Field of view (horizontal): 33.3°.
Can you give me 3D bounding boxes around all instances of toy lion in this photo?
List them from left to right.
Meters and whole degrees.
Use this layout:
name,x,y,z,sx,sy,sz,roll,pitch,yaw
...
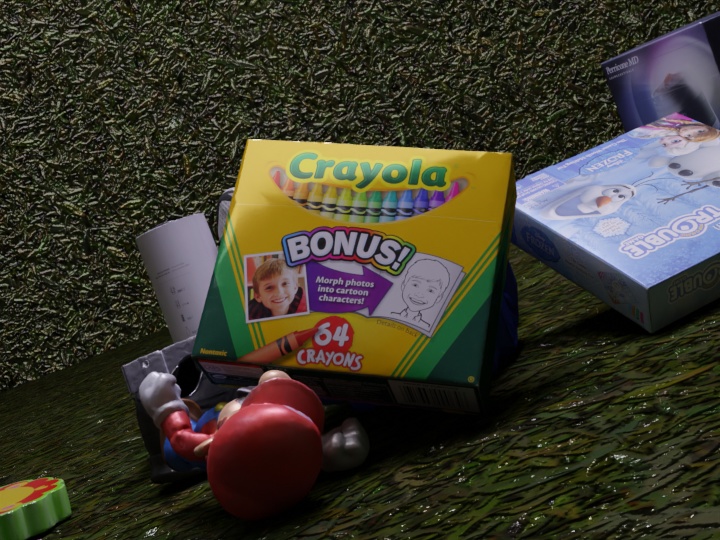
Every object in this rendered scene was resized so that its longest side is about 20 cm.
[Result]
name,x,y,z,sx,sy,sz,roll,pitch,yaw
toy lion,-0.337,0.219,0.994,0.189,0.070,0.200,-14,4,-6

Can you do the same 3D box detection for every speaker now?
name,x,y,z,sx,sy,sz,roll,pitch,yaw
speaker,-0.168,0.044,1.274,0.080,0.202,0.081,-21,-1,-1

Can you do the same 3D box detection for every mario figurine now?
name,x,y,z,sx,sy,sz,roll,pitch,yaw
mario figurine,-0.072,0.101,0.812,0.122,0.107,0.200,-21,2,-23

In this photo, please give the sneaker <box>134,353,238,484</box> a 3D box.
name,x,y,z,sx,sy,sz,roll,pitch,yaw
sneaker,-0.115,0.107,1.030,0.075,0.092,0.199,-20,3,32

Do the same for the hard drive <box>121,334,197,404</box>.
name,x,y,z,sx,sy,sz,roll,pitch,yaw
hard drive,-0.113,0.094,1.133,0.198,0.038,0.140,-23,-27,-9

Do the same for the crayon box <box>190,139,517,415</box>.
name,x,y,z,sx,sy,sz,roll,pitch,yaw
crayon box,0.000,0.000,0.837,0.197,0.175,0.058,4,-25,14

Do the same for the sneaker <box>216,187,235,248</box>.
name,x,y,z,sx,sy,sz,roll,pitch,yaw
sneaker,-0.117,0.010,1.226,0.075,0.203,0.087,-26,-14,39

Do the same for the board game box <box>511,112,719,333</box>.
name,x,y,z,sx,sy,sz,roll,pitch,yaw
board game box,0.238,-0.047,0.944,0.198,0.044,0.199,-24,34,-20

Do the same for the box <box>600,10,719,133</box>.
name,x,y,z,sx,sy,sz,roll,pitch,yaw
box,0.419,-0.199,1.461,0.122,0.201,0.199,-22,4,-24

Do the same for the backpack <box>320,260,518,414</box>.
name,x,y,z,sx,sy,sz,roll,pitch,yaw
backpack,0.009,0.020,0.956,0.197,0.164,0.169,-14,31,18
